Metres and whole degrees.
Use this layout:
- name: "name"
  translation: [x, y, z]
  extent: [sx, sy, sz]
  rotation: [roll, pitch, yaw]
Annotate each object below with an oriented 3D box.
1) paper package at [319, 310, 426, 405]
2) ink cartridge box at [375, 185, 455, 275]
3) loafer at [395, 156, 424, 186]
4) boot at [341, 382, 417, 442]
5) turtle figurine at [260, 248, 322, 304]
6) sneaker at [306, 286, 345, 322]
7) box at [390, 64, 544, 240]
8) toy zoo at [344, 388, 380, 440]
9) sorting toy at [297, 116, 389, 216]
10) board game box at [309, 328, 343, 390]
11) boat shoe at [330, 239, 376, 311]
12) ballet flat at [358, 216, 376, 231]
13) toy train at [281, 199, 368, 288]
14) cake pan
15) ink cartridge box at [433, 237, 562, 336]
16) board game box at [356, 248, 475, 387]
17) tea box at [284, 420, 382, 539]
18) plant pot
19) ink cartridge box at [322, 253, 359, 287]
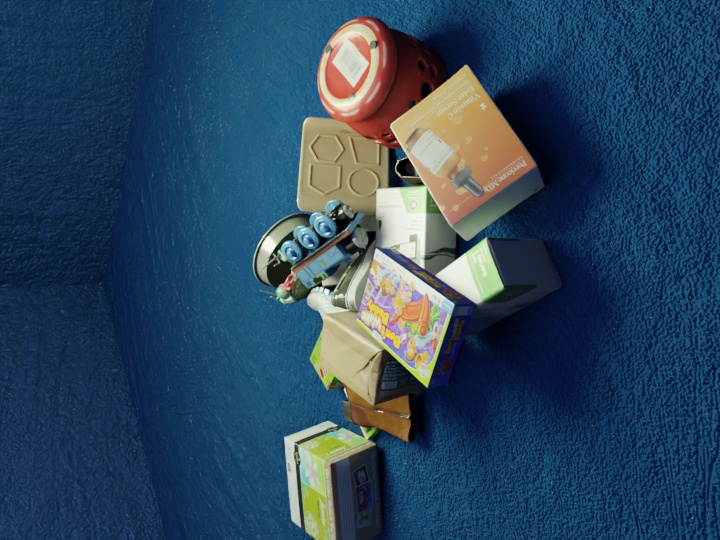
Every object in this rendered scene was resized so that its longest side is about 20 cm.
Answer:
- name: "paper package"
  translation: [0.050, 0.144, 1.001]
  extent: [0.189, 0.197, 0.106]
  rotation: [24, 112, 49]
- name: "ink cartridge box"
  translation: [0.100, -0.049, 1.006]
  extent: [0.145, 0.083, 0.205]
  rotation: [6, 96, 53]
- name: "loafer"
  translation: [0.137, -0.193, 0.973]
  extent: [0.198, 0.070, 0.075]
  rotation: [-16, 79, 51]
- name: "boot"
  translation: [0.028, 0.239, 1.106]
  extent: [0.198, 0.067, 0.193]
  rotation: [-4, 88, 52]
- name: "turtle figurine"
  translation: [-0.145, 0.024, 1.243]
  extent: [0.100, 0.198, 0.152]
  rotation: [35, 126, 27]
- name: "sneaker"
  translation: [-0.060, 0.095, 1.146]
  extent: [0.198, 0.075, 0.088]
  rotation: [10, 62, 49]
- name: "box"
  translation: [0.166, -0.179, 0.845]
  extent: [0.151, 0.106, 0.202]
  rotation: [-35, 69, 16]
- name: "toy zoo"
  translation: [0.037, 0.258, 1.168]
  extent: [0.201, 0.020, 0.132]
  rotation: [-57, 49, 38]
- name: "sorting toy"
  translation: [-0.032, -0.209, 1.099]
  extent: [0.037, 0.181, 0.204]
  rotation: [105, 168, -73]
- name: "board game box"
  translation: [-0.048, 0.168, 1.255]
  extent: [0.102, 0.047, 0.202]
  rotation: [51, 130, 38]
- name: "boat shoe"
  translation: [0.000, 0.000, 1.075]
  extent: [0.062, 0.201, 0.072]
  rotation: [3, 127, 25]
- name: "ballet flat"
  translation: [-0.038, -0.130, 1.121]
  extent: [0.069, 0.197, 0.071]
  rotation: [-155, 91, -89]
- name: "toy train"
  translation: [-0.067, -0.052, 1.056]
  extent: [0.199, 0.087, 0.114]
  rotation: [-31, 109, 38]
- name: "cake pan"
  translation: [-0.161, -0.038, 1.279]
  extent: [0.037, 0.198, 0.203]
  rotation: [39, 122, 32]
- name: "ink cartridge box"
  translation: [0.188, 0.034, 0.855]
  extent: [0.200, 0.144, 0.086]
  rotation: [-40, 60, 45]
- name: "board game box"
  translation: [0.078, 0.067, 0.847]
  extent: [0.199, 0.044, 0.137]
  rotation: [37, 119, 48]
- name: "tea box"
  translation: [-0.062, 0.475, 1.206]
  extent: [0.195, 0.132, 0.205]
  rotation: [2, 99, 52]
- name: "plant pot"
  translation: [0.031, -0.342, 0.991]
  extent: [0.198, 0.181, 0.205]
  rotation: [-2, 88, 41]
- name: "ink cartridge box"
  translation: [-0.042, -0.070, 1.181]
  extent: [0.059, 0.101, 0.205]
  rotation: [121, 143, -85]
